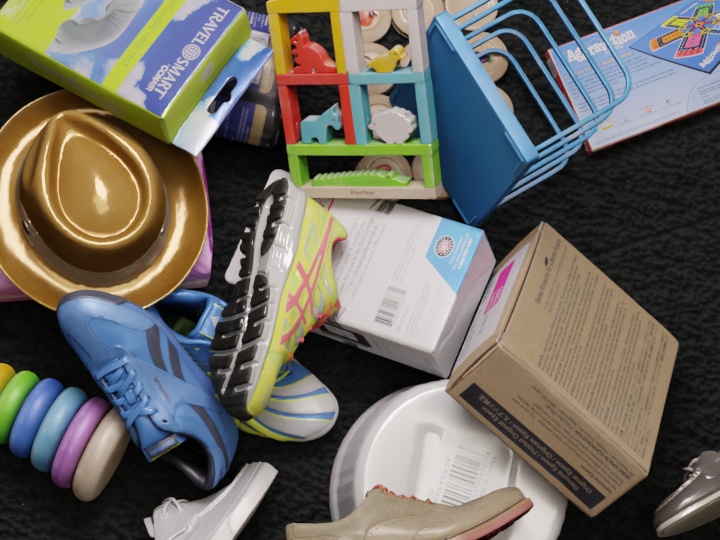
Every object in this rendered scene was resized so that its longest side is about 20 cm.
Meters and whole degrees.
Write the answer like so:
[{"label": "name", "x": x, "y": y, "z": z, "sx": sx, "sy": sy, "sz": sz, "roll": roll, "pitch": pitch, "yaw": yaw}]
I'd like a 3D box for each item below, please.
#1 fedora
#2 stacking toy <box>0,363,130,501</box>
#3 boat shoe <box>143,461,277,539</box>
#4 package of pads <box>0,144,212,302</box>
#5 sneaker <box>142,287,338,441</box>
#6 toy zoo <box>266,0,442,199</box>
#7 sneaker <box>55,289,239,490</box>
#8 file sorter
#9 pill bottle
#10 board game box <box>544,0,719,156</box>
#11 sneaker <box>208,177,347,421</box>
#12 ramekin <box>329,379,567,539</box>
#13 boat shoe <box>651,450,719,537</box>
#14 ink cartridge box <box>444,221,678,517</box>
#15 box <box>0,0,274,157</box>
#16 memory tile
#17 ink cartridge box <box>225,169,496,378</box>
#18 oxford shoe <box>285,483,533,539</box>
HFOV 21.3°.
[{"label": "fedora", "x": -0.215, "y": -0.064, "z": 1.537, "sx": 0.199, "sy": 0.082, "sz": 0.202, "roll": 2, "pitch": 73, "yaw": -7}, {"label": "stacking toy", "x": -0.289, "y": 0.110, "z": 1.571, "sx": 0.199, "sy": 0.085, "sz": 0.086, "roll": 27, "pitch": 75, "yaw": 3}, {"label": "boat shoe", "x": -0.151, "y": 0.226, "z": 1.571, "sx": 0.068, "sy": 0.072, "sz": 0.200, "roll": 41, "pitch": 85, "yaw": 3}, {"label": "package of pads", "x": -0.227, "y": -0.041, "z": 1.612, "sx": 0.199, "sy": 0.076, "sz": 0.121, "roll": -5, "pitch": 78, "yaw": -8}, {"label": "sneaker", "x": -0.107, "y": 0.077, "z": 1.585, "sx": 0.199, "sy": 0.105, "sz": 0.076, "roll": 26, "pitch": 73, "yaw": 0}, {"label": "toy zoo", "x": -0.006, "y": -0.156, "z": 1.553, "sx": 0.130, "sy": 0.020, "sz": 0.201, "roll": 1, "pitch": 112, "yaw": 21}, {"label": "sneaker", "x": -0.171, "y": 0.097, "z": 1.530, "sx": 0.200, "sy": 0.066, "sz": 0.079, "roll": 47, "pitch": 34, "yaw": -27}, {"label": "file sorter", "x": 0.126, "y": -0.146, "z": 1.602, "sx": 0.122, "sy": 0.200, "sz": 0.139, "roll": -31, "pitch": 83, "yaw": -15}, {"label": "pill bottle", "x": -0.156, "y": -0.179, "z": 1.633, "sx": 0.199, "sy": 0.112, "sz": 0.112, "roll": 13, "pitch": 76, "yaw": -4}, {"label": "board game box", "x": 0.277, "y": -0.185, "z": 1.737, "sx": 0.199, "sy": 0.019, "sz": 0.103, "roll": -21, "pitch": 82, "yaw": -11}, {"label": "sneaker", "x": -0.056, "y": 0.030, "z": 1.536, "sx": 0.090, "sy": 0.078, "sz": 0.201, "roll": 26, "pitch": 70, "yaw": -30}, {"label": "ramekin", "x": 0.077, "y": 0.185, "z": 1.588, "sx": 0.199, "sy": 0.098, "sz": 0.202, "roll": 2, "pitch": 78, "yaw": -7}, {"label": "boat shoe", "x": 0.325, "y": 0.164, "z": 1.646, "sx": 0.199, "sy": 0.067, "sz": 0.057, "roll": -26, "pitch": 66, "yaw": -17}, {"label": "ink cartridge box", "x": 0.170, "y": 0.078, "z": 1.568, "sx": 0.165, "sy": 0.075, "sz": 0.200, "roll": 40, "pitch": 34, "yaw": -8}, {"label": "box", "x": -0.185, "y": -0.188, "z": 1.544, "sx": 0.199, "sy": 0.048, "sz": 0.122, "roll": 28, "pitch": 70, "yaw": 17}, {"label": "memory tile", "x": 0.061, "y": -0.161, "z": 1.706, "sx": 0.152, "sy": 0.017, "sz": 0.201, "roll": -5, "pitch": 78, "yaw": -9}, {"label": "ink cartridge box", "x": 0.000, "y": 0.000, "z": 1.617, "sx": 0.199, "sy": 0.067, "sz": 0.116, "roll": 19, "pitch": 75, "yaw": 21}, {"label": "oxford shoe", "x": 0.037, "y": 0.197, "z": 1.496, "sx": 0.199, "sy": 0.070, "sz": 0.075, "roll": -17, "pitch": 74, "yaw": -12}]
